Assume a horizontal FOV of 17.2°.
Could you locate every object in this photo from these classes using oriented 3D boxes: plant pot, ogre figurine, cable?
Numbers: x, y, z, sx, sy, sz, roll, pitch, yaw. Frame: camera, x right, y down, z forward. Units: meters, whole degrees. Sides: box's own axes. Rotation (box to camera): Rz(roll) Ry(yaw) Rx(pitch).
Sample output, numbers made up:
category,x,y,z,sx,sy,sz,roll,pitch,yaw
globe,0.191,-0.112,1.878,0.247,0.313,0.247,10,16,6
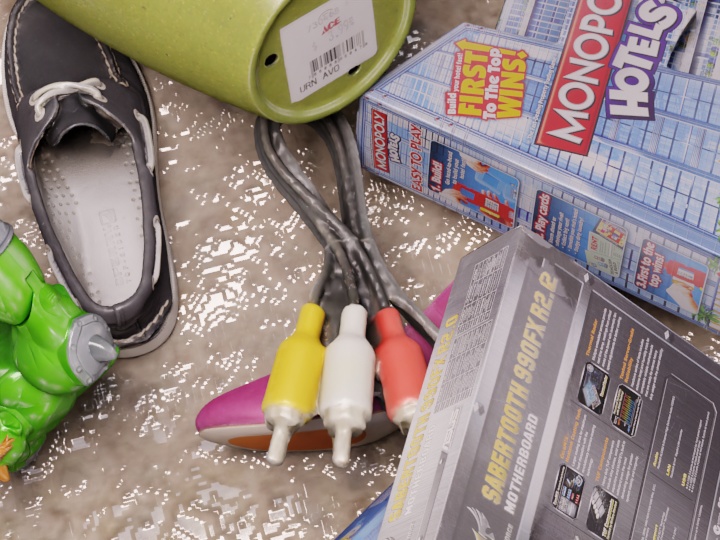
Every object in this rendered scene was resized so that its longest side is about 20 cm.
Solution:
category,x,y,z,sx,sy,sz,roll,pitch,yaw
plant pot,-0.068,-0.163,1.107,0.187,0.187,0.200,-38,58,-9
ogre figurine,-0.178,0.028,1.085,0.120,0.200,0.098,38,36,-3
cable,0.000,0.000,1.080,0.097,0.050,0.201,0,66,-8

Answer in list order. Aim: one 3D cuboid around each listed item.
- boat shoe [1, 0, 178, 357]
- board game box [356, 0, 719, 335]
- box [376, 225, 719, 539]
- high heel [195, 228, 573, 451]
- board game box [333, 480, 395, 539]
category,x,y,z,sx,sy,sz,roll,pitch,yaw
boat shoe,-0.136,-0.057,1.167,0.074,0.060,0.201,-12,71,-1
board game box,0.107,-0.083,1.134,0.199,0.062,0.201,14,56,7
box,0.092,0.104,1.036,0.158,0.048,0.201,33,52,-22
high heel,0.015,0.027,1.123,0.199,0.067,0.096,-11,76,-3
board game box,0.026,0.176,1.041,0.200,0.034,0.136,-41,94,-28
